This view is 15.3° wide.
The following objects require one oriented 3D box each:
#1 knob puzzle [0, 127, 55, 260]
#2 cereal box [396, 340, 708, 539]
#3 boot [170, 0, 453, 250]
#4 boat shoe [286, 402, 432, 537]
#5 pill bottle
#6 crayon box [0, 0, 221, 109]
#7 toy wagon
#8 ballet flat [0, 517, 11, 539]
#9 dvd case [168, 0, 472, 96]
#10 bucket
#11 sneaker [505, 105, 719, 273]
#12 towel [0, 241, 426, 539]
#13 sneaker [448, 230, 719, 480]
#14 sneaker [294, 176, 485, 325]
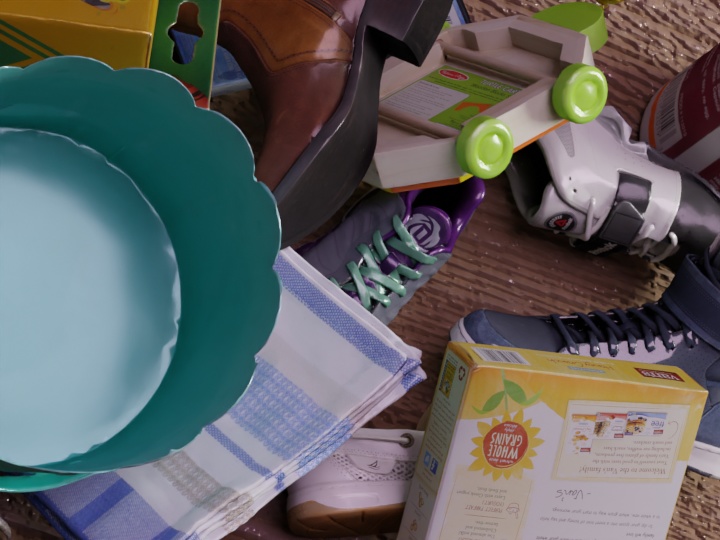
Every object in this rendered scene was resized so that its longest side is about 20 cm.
[{"bbox_3d":[-0.243,-0.073,1.363,0.218,0.030,0.221,2,73,-8],"label":"knob puzzle"},{"bbox_3d":[0.090,0.142,1.409,0.143,0.040,0.201,8,107,-25],"label":"cereal box"},{"bbox_3d":[-0.077,-0.123,1.434,0.199,0.068,0.189,25,83,21],"label":"boot"},{"bbox_3d":[0.052,0.102,1.454,0.199,0.071,0.070,0,70,-27],"label":"boat shoe"},{"bbox_3d":[0.261,-0.102,1.573,0.114,0.200,0.115,11,65,-24],"label":"pill bottle"},{"bbox_3d":[-0.167,-0.146,1.336,0.199,0.051,0.127,7,42,-5],"label":"crayon box"},{"bbox_3d":[0.071,-0.106,1.499,0.199,0.155,0.040,-29,120,-25],"label":"toy wagon"},{"bbox_3d":[-0.262,0.095,1.292,0.199,0.068,0.068,13,57,-25],"label":"ballet flat"},{"bbox_3d":[-0.041,-0.182,1.553,0.199,0.018,0.143,-15,77,-31],"label":"dvd case"},{"bbox_3d":[-0.149,0.006,1.273,0.206,0.135,0.208,3,82,-18],"label":"bucket"},{"bbox_3d":[0.140,-0.038,1.562,0.200,0.074,0.089,40,56,4],"label":"sneaker"},{"bbox_3d":[-0.084,0.065,1.366,0.200,0.024,0.147,-38,59,-22],"label":"towel"},{"bbox_3d":[0.160,0.023,1.496,0.202,0.147,0.077,19,24,-26],"label":"sneaker"},{"bbox_3d":[0.000,0.000,1.445,0.074,0.087,0.200,44,48,-7],"label":"sneaker"}]
